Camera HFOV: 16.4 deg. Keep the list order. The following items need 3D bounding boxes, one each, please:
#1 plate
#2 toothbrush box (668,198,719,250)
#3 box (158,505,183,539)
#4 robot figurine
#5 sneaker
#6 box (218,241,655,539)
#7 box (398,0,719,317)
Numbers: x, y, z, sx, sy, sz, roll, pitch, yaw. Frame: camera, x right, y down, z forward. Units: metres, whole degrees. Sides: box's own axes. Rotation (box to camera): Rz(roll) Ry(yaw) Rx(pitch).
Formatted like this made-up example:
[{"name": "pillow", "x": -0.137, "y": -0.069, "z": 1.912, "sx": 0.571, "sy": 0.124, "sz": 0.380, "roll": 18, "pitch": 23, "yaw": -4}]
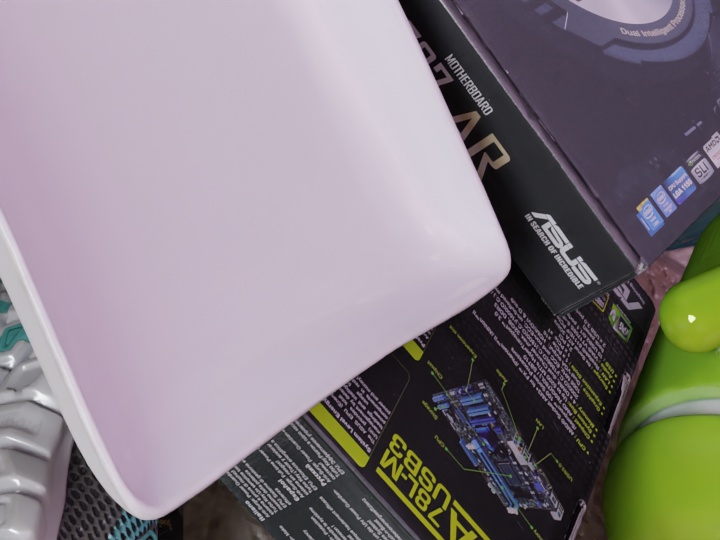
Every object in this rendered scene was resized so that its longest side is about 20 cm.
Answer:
[{"name": "plate", "x": -0.054, "y": -0.055, "z": 0.661, "sx": 0.199, "sy": 0.032, "sz": 0.201, "roll": -32, "pitch": 98, "yaw": -53}, {"name": "toothbrush box", "x": 0.125, "y": -0.064, "z": 0.977, "sx": 0.200, "sy": 0.146, "sz": 0.086, "roll": -13, "pitch": 77, "yaw": -41}, {"name": "box", "x": -0.146, "y": 0.115, "z": 0.731, "sx": 0.199, "sy": 0.050, "sz": 0.158, "roll": 17, "pitch": 59, "yaw": -34}, {"name": "robot figurine", "x": 0.154, "y": 0.052, "z": 0.878, "sx": 0.200, "sy": 0.115, "sz": 0.176, "roll": -62, "pitch": 142, "yaw": -35}, {"name": "sneaker", "x": -0.090, "y": 0.066, "z": 0.731, "sx": 0.200, "sy": 0.077, "sz": 0.091, "roll": -70, "pitch": 143, "yaw": -47}, {"name": "box", "x": 0.000, "y": 0.000, "z": 0.770, "sx": 0.200, "sy": 0.047, "sz": 0.193, "roll": 48, "pitch": 37, "yaw": -15}, {"name": "box", "x": 0.083, "y": -0.103, "z": 0.834, "sx": 0.160, "sy": 0.043, "sz": 0.200, "roll": 54, "pitch": 49, "yaw": -4}]
